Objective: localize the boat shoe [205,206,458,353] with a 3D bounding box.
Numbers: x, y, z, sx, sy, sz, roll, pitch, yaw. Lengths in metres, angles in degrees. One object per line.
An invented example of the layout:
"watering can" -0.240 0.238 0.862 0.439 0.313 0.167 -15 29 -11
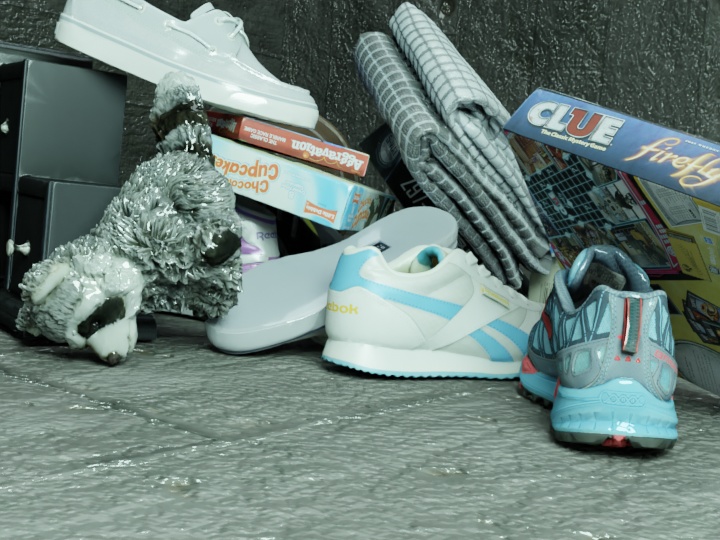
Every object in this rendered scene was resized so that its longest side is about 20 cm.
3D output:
"boat shoe" -0.015 0.022 0.741 0.199 0.070 0.071 -26 40 -28

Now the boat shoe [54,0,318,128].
"boat shoe" -0.119 -0.161 0.770 0.198 0.069 0.072 21 5 3

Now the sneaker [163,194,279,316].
"sneaker" -0.152 -0.024 0.863 0.199 0.115 0.073 5 7 22

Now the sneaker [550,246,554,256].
"sneaker" 0.262 0.014 1.022 0.198 0.078 0.076 5 3 -17

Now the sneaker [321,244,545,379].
"sneaker" 0.070 0.026 0.699 0.199 0.082 0.076 3 4 -33

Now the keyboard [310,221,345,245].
"keyboard" -0.048 -0.040 1.061 0.056 0.011 0.200 12 -16 29

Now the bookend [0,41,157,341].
"bookend" -0.216 -0.064 0.760 0.091 0.201 0.199 4 6 -33

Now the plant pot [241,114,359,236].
"plant pot" -0.113 -0.086 1.233 0.198 0.202 0.198 5 13 8

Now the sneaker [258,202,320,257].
"sneaker" -0.114 -0.039 1.010 0.199 0.079 0.090 13 -2 31

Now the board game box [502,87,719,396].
"board game box" 0.167 -0.006 0.590 0.135 0.035 0.200 28 -20 40

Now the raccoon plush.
"raccoon plush" -0.156 -0.033 0.670 0.133 0.097 0.201 -6 49 -19

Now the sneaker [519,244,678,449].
"sneaker" 0.138 0.033 0.586 0.079 0.096 0.200 5 5 0

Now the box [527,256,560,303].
"box" 0.242 0.028 0.894 0.198 0.069 0.082 3 7 -26

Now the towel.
"towel" 0.084 -0.094 0.839 0.200 0.085 0.166 45 13 -37

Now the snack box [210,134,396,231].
"snack box" -0.044 -0.065 0.841 0.115 0.037 0.200 20 4 10

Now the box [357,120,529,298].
"box" 0.084 -0.048 0.986 0.043 0.201 0.160 -36 -3 11

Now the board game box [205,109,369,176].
"board game box" -0.075 -0.107 0.858 0.102 0.020 0.200 13 5 -23

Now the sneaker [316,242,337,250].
"sneaker" 0.000 0.000 0.931 0.088 0.079 0.200 10 7 23
